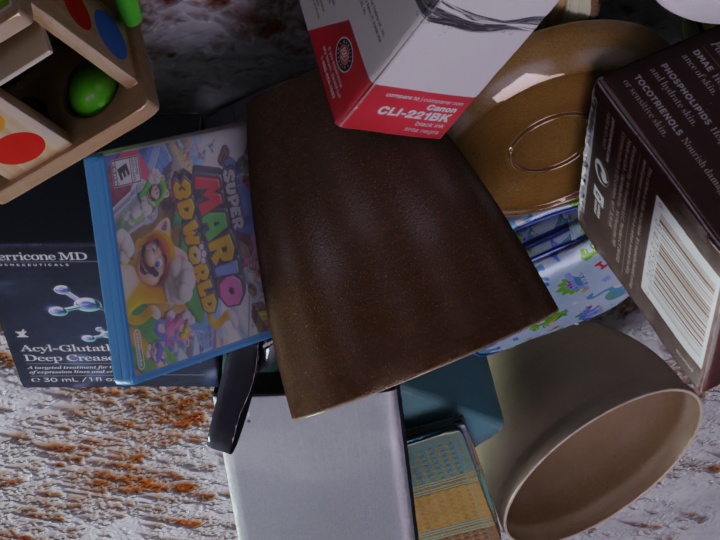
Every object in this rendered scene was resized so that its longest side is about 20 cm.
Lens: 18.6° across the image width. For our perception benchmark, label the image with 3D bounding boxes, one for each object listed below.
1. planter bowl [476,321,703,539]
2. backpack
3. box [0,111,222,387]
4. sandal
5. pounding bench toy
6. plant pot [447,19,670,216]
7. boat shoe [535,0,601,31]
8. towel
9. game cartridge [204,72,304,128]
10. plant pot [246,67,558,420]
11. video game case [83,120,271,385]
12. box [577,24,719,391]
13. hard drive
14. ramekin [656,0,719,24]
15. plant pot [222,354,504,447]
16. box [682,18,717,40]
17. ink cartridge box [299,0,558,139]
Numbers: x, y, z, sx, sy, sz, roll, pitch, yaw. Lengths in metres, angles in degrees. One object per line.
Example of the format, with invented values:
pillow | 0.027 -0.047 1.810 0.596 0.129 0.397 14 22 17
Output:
planter bowl | 0.173 0.120 1.873 0.199 0.135 0.201 -25 149 -16
backpack | 0.134 -0.023 1.663 0.198 0.155 0.163 -7 157 10
box | -0.175 -0.010 1.525 0.147 0.108 0.200 -1 148 3
sandal | -0.066 0.041 1.564 0.043 0.076 0.201 16 119 4
pounding bench toy | -0.183 -0.155 1.298 0.199 0.125 0.156 -28 147 19
plant pot | 0.128 -0.094 1.491 0.199 0.028 0.201 -15 150 -9
boat shoe | 0.123 -0.169 1.487 0.076 0.072 0.201 10 148 5
towel | 0.031 0.183 1.769 0.146 0.022 0.200 -13 146 6
game cartridge | -0.019 -0.094 1.561 0.199 0.041 0.133 -19 145 5
plant pot | 0.004 -0.031 1.412 0.186 0.201 0.187 -23 180 0
video game case | -0.096 -0.018 1.415 0.018 0.144 0.199 -2 -170 36
box | 0.272 -0.058 1.460 0.199 0.165 0.166 -24 149 -15
hard drive | -0.030 0.167 1.676 0.138 0.033 0.201 -3 122 8
ramekin | 0.249 -0.245 1.376 0.199 0.098 0.201 -12 149 -7
plant pot | -0.015 0.074 1.736 0.141 0.142 0.199 -36 141 30
box | 0.266 -0.131 1.592 0.050 0.076 0.200 -16 148 -2
ink cartridge box | 0.048 -0.197 1.315 0.083 0.145 0.200 4 144 -32
